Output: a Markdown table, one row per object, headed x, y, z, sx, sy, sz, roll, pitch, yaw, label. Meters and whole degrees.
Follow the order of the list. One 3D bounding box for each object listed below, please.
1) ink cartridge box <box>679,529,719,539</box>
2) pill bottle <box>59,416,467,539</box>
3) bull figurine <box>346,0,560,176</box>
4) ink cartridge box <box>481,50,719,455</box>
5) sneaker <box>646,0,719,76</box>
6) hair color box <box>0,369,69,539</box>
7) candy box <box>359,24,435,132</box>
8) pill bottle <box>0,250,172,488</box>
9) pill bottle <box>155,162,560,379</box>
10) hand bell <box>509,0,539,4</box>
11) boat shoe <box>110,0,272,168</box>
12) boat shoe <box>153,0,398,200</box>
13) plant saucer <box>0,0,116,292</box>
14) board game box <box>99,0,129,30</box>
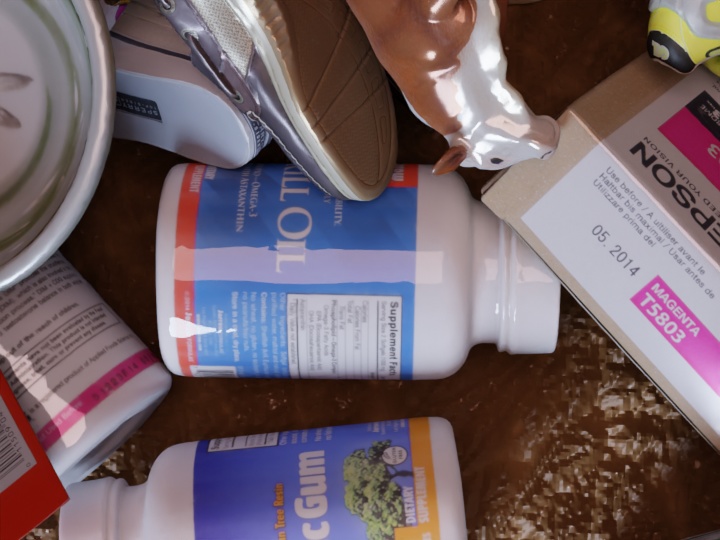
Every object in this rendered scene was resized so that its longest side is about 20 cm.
| x | y | z | sx | sy | sz | roll | pitch | yaw | label |
| --- | --- | --- | --- | --- | --- | --- | --- | --- | --- |
| 0.198 | 0.163 | 0.875 | 0.146 | 0.200 | 0.084 | -14 | 82 | 0 | ink cartridge box |
| -0.047 | 0.139 | 0.927 | 0.200 | 0.112 | 0.112 | -7 | 85 | 1 | pill bottle |
| 0.030 | -0.139 | 0.827 | 0.065 | 0.121 | 0.200 | -21 | 68 | -35 | bull figurine |
| 0.181 | -0.013 | 0.905 | 0.200 | 0.165 | 0.075 | 48 | 128 | 4 | ink cartridge box |
| 0.199 | -0.135 | 0.919 | 0.075 | 0.200 | 0.076 | 35 | 112 | 35 | sneaker |
| -0.241 | 0.088 | 0.890 | 0.061 | 0.200 | 0.102 | -39 | 111 | -40 | hair color box |
| -0.016 | -0.165 | 0.949 | 0.056 | 0.117 | 0.200 | -44 | 86 | 0 | candy box |
| -0.202 | 0.022 | 0.941 | 0.113 | 0.113 | 0.200 | -43 | 86 | -2 | pill bottle |
| 0.000 | 0.000 | 0.937 | 0.200 | 0.112 | 0.112 | 0 | 85 | 1 | pill bottle |
| 0.081 | -0.204 | 0.906 | 0.104 | 0.200 | 0.104 | 0 | 86 | 2 | hand bell |
| -0.110 | -0.120 | 0.959 | 0.202 | 0.075 | 0.086 | 19 | 50 | 34 | boat shoe |
| -0.051 | -0.115 | 0.859 | 0.200 | 0.065 | 0.072 | 55 | 45 | -29 | boat shoe |
| -0.197 | -0.082 | 0.864 | 0.200 | 0.050 | 0.200 | 1 | 92 | 20 | plant saucer |
| -0.149 | -0.253 | 0.894 | 0.199 | 0.041 | 0.200 | 34 | 92 | 17 | board game box |
